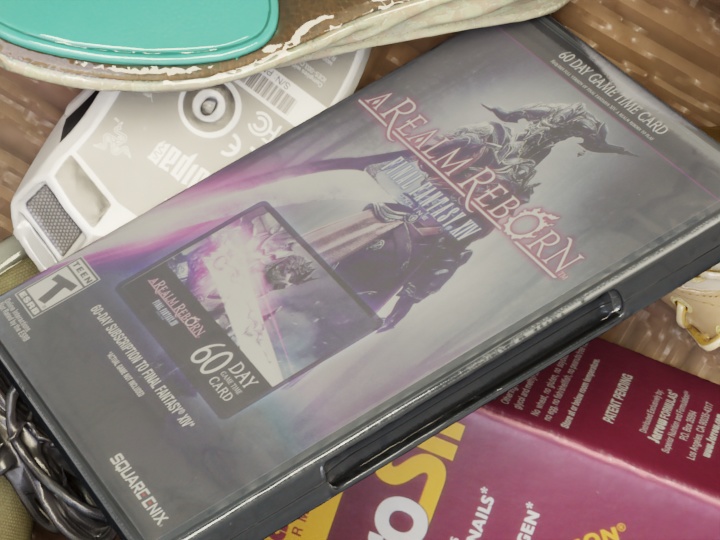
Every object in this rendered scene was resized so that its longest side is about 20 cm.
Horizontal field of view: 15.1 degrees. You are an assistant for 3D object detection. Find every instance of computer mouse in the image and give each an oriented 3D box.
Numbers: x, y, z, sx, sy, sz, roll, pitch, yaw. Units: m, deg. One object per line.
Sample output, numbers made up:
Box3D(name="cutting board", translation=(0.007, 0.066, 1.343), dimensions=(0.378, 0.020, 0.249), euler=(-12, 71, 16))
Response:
Box3D(name="computer mouse", translation=(-0.067, -0.021, 0.852), dimensions=(0.110, 0.044, 0.200), euler=(37, 81, -5))

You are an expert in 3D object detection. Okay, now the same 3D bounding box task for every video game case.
Box3D(name="video game case", translation=(0.000, 0.000, 0.777), dimensions=(0.200, 0.143, 0.019), euler=(-31, 127, -11))

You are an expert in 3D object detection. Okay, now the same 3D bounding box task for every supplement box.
Box3D(name="supplement box", translation=(0.065, 0.087, 0.864), dimensions=(0.200, 0.086, 0.111), euler=(21, 113, 7))

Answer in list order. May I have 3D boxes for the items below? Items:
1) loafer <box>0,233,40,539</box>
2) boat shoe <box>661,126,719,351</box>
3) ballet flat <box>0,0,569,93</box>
Box3D(name="loafer", translation=(-0.128, 0.076, 0.889), dimensions=(0.070, 0.075, 0.200), euler=(32, 93, 24))
Box3D(name="boat shoe", translation=(0.121, -0.006, 0.823), dimensions=(0.200, 0.074, 0.069), euler=(-1, 103, 14))
Box3D(name="ballet flat", translation=(-0.023, -0.082, 0.810), dimensions=(0.200, 0.062, 0.068), euler=(-8, 68, -5))
